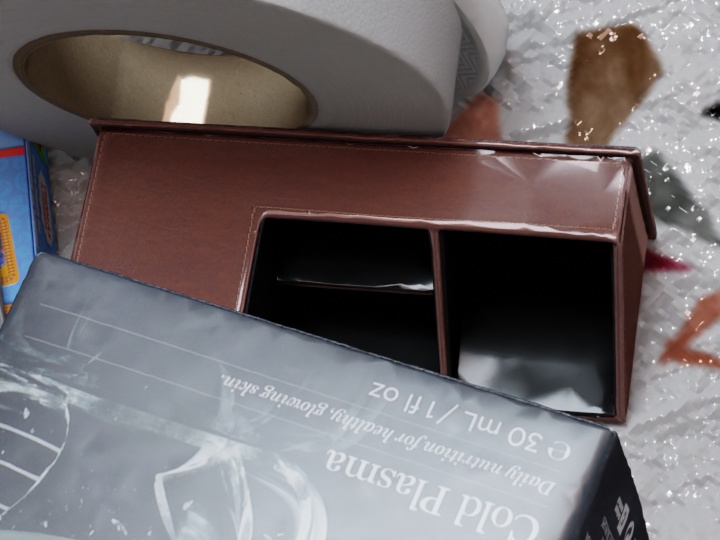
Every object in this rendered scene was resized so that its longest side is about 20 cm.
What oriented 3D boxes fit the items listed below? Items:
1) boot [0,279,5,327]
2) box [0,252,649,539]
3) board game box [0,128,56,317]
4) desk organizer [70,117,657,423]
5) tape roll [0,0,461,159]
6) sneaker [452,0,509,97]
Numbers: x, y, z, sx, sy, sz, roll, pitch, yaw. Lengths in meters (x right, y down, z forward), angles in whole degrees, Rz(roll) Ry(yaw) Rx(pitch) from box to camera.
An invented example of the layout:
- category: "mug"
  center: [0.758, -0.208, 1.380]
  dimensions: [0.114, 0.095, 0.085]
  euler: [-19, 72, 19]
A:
- category: "boot"
  center: [-0.164, 0.005, 0.874]
  dimensions: [0.073, 0.096, 0.200]
  euler: [-26, 62, -3]
- category: "box"
  center: [-0.039, 0.126, 0.775]
  dimensions: [0.200, 0.124, 0.197]
  euler: [16, 70, 19]
- category: "board game box"
  center: [-0.187, 0.025, 0.944]
  dimensions: [0.151, 0.037, 0.200]
  euler: [-12, 62, 5]
- category: "desk organizer"
  center: [0.000, 0.000, 0.899]
  dimensions: [0.200, 0.072, 0.077]
  euler: [4, 67, 14]
- category: "tape roll"
  center: [-0.065, -0.080, 0.876]
  dimensions: [0.202, 0.203, 0.037]
  euler: [4, 74, 14]
- category: "sneaker"
  center: [0.000, -0.163, 0.977]
  dimensions: [0.200, 0.074, 0.116]
  euler: [41, 56, 6]
